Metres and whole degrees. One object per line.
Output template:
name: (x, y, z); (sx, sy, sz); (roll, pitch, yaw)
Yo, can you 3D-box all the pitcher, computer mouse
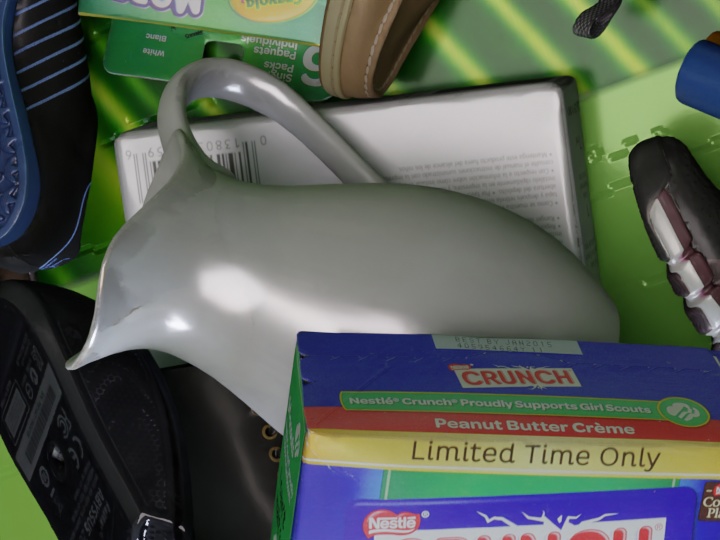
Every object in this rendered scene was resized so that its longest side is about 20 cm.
pitcher: (0.000, 0.000, 1.045); (0.199, 0.172, 0.121); (19, 139, -7)
computer mouse: (-0.094, 0.089, 1.058); (0.201, 0.052, 0.139); (62, 149, 21)

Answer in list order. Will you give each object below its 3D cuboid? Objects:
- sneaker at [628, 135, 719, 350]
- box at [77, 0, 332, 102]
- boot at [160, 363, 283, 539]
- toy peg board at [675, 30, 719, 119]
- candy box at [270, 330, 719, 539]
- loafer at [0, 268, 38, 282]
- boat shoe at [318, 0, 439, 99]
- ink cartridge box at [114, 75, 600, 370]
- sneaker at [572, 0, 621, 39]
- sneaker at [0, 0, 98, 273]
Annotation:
sneaker: (0.199, 0.011, 1.064); (0.115, 0.076, 0.201); (-31, 100, 12)
box: (-0.055, -0.175, 1.109); (0.117, 0.048, 0.201); (8, 103, 14)
boot: (-0.013, 0.096, 1.081); (0.199, 0.077, 0.139); (-3, 93, 18)
toy peg board: (0.179, -0.129, 0.984); (0.097, 0.199, 0.201); (24, 105, 26)
candy box: (0.048, 0.127, 0.972); (0.168, 0.077, 0.201); (3, 116, -9)
loafer: (-0.242, 0.017, 1.176); (0.199, 0.071, 0.074); (-5, 98, 16)
boat shoe: (0.045, -0.153, 1.072); (0.064, 0.071, 0.201); (28, 104, 10)
ink cartridge box: (0.004, 0.015, 1.125); (0.199, 0.044, 0.175); (-5, 98, 16)
sneaker: (0.089, -0.159, 1.012); (0.078, 0.199, 0.141); (36, 121, 53)
sneaker: (-0.153, -0.097, 1.142); (0.070, 0.078, 0.201); (-5, 76, 18)
